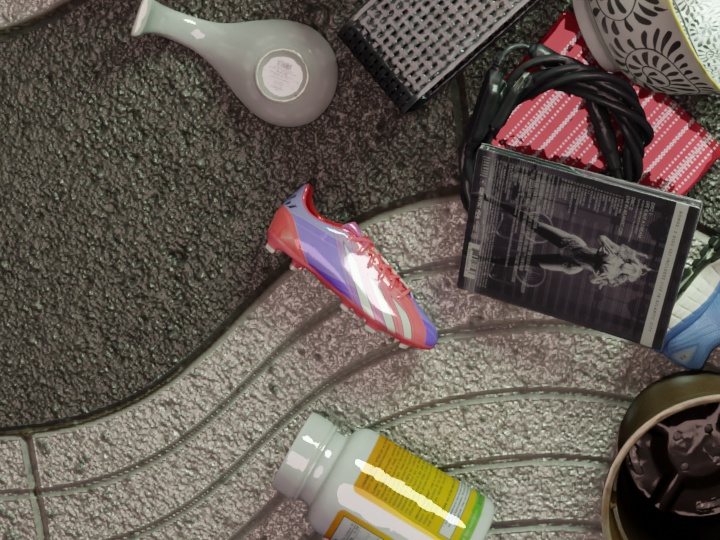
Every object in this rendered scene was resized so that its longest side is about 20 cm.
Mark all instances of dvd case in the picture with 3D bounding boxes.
[{"bbox_3d":[0.190,-0.021,1.068,0.198,0.016,0.150,17,124,17],"label":"dvd case"}]

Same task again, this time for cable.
[{"bbox_3d":[0.171,-0.100,1.080,0.162,0.051,0.201,18,122,4],"label":"cable"}]

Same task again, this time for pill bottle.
[{"bbox_3d":[0.019,0.222,1.147,0.199,0.111,0.112,30,102,3],"label":"pill bottle"}]

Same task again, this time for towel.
[{"bbox_3d":[0.216,-0.125,1.111,0.200,0.022,0.145,41,102,1],"label":"towel"}]

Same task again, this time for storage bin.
[{"bbox_3d":[0.088,-0.239,1.055,0.200,0.135,0.094,-40,92,12],"label":"storage bin"}]

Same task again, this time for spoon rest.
[{"bbox_3d":[-0.116,-0.207,1.140,0.198,0.061,0.100,22,102,-9],"label":"spoon rest"}]

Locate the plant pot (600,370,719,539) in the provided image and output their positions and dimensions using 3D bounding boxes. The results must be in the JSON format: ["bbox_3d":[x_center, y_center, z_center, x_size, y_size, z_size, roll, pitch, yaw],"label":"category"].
[{"bbox_3d":[0.307,0.184,1.053,0.198,0.198,0.203,1,98,8],"label":"plant pot"}]

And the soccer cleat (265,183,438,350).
[{"bbox_3d":[0.000,0.000,1.143,0.199,0.067,0.077,36,97,5],"label":"soccer cleat"}]

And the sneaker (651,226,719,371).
[{"bbox_3d":[0.350,0.012,1.091,0.089,0.079,0.200,40,110,-6],"label":"sneaker"}]

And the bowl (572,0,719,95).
[{"bbox_3d":[0.241,-0.227,1.021,0.094,0.200,0.202,-21,95,30],"label":"bowl"}]
